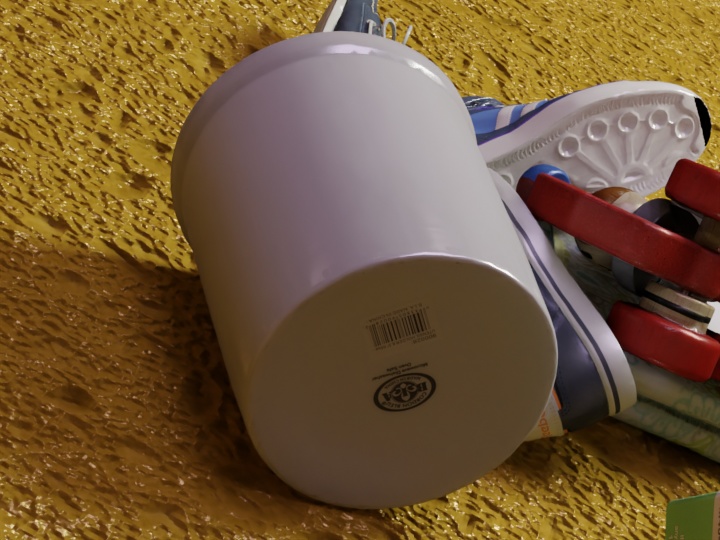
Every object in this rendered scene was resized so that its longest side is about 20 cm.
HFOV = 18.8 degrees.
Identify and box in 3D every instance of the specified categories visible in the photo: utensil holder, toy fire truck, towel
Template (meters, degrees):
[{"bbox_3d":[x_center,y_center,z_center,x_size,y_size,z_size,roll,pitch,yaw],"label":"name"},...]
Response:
[{"bbox_3d":[0.000,0.000,1.118,0.169,0.170,0.200,15,31,-25],"label":"utensil holder"},{"bbox_3d":[0.175,-0.010,1.269,0.200,0.112,0.168,18,6,-47],"label":"toy fire truck"},{"bbox_3d":[0.184,0.047,1.352,0.199,0.048,0.171,23,28,-10],"label":"towel"}]

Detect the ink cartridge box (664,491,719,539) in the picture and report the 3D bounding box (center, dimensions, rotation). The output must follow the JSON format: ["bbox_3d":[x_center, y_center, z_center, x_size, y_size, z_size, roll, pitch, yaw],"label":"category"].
[{"bbox_3d":[0.211,0.162,0.924,0.084,0.200,0.146,11,74,-21],"label":"ink cartridge box"}]

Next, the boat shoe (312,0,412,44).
[{"bbox_3d":[-0.007,-0.141,1.477,0.062,0.075,0.200,24,27,-5],"label":"boat shoe"}]

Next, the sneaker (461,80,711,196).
[{"bbox_3d":[0.108,-0.089,1.402,0.199,0.081,0.147,-21,27,-7],"label":"sneaker"}]

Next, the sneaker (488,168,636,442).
[{"bbox_3d":[0.078,0.017,1.235,0.079,0.079,0.200,-25,41,-5],"label":"sneaker"}]
